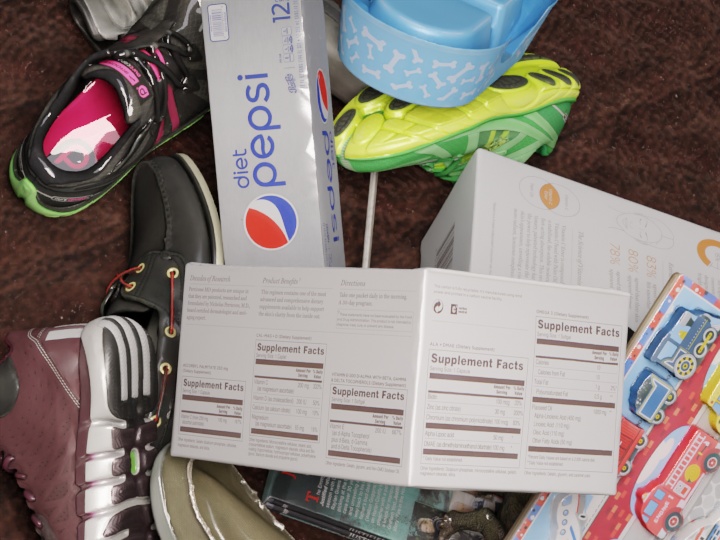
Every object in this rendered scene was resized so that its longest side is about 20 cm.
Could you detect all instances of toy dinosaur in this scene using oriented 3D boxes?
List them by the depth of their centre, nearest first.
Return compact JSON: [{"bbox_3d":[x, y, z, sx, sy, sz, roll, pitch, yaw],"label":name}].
[{"bbox_3d":[0.107,0.135,1.326,0.102,0.201,0.077,27,30,22],"label":"toy dinosaur"}]

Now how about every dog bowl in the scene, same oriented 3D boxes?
[{"bbox_3d":[0.052,-0.160,1.446,0.111,0.050,0.200,26,29,12],"label":"dog bowl"}]

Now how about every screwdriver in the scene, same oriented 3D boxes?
[{"bbox_3d":[0.000,0.000,1.417,0.029,0.028,0.201,27,52,-38],"label":"screwdriver"}]

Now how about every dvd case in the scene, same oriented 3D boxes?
[{"bbox_3d":[0.048,0.113,1.404,0.199,0.022,0.147,20,59,-11],"label":"dvd case"}]

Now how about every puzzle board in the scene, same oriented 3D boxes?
[{"bbox_3d":[0.180,0.121,1.297,0.150,0.017,0.200,32,91,-29],"label":"puzzle board"}]

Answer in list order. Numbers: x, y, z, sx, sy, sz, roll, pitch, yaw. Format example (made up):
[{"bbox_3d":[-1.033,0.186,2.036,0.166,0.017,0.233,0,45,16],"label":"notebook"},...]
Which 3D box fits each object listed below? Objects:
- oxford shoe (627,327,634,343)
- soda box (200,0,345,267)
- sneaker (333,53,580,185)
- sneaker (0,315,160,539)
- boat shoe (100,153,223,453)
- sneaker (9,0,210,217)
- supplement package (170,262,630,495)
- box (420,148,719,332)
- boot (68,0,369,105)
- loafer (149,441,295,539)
[{"bbox_3d":[0.151,0.085,1.344,0.200,0.084,0.073,32,49,-20],"label":"oxford shoe"},{"bbox_3d":[-0.050,-0.065,1.359,0.063,0.068,0.201,-4,94,11],"label":"soda box"},{"bbox_3d":[0.065,-0.085,1.467,0.199,0.084,0.074,-14,33,-37],"label":"sneaker"},{"bbox_3d":[-0.175,0.125,1.292,0.115,0.076,0.201,1,89,24],"label":"sneaker"},{"bbox_3d":[-0.120,0.020,1.356,0.063,0.074,0.202,6,66,-27],"label":"boat shoe"},{"bbox_3d":[-0.132,-0.112,1.387,0.077,0.084,0.200,40,78,-3],"label":"sneaker"},{"bbox_3d":[0.020,0.057,1.228,0.155,0.200,0.111,6,87,-41],"label":"supplement package"},{"bbox_3d":[0.143,0.026,1.423,0.199,0.098,0.125,18,44,-12],"label":"box"},{"bbox_3d":[-0.084,-0.138,1.470,0.200,0.068,0.131,41,70,3],"label":"boot"},{"bbox_3d":[-0.044,0.174,1.285,0.200,0.070,0.075,55,29,-5],"label":"loafer"}]
